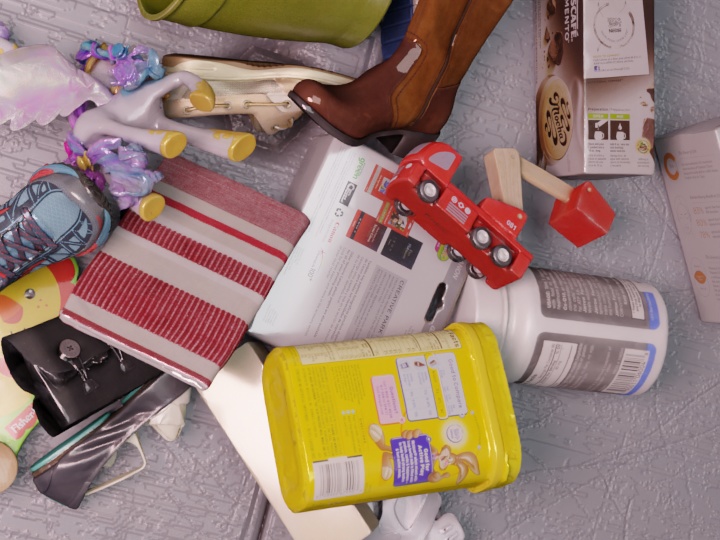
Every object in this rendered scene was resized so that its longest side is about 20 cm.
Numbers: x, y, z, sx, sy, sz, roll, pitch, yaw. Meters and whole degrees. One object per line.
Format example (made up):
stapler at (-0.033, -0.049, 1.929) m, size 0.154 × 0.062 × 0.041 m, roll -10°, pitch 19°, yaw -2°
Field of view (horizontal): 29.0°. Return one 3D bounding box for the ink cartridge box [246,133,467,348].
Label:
ink cartridge box at (0.000, 0.000, 1.302) m, size 0.175 × 0.084 × 0.201 m, roll 27°, pitch 83°, yaw -17°

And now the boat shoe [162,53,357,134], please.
boat shoe at (-0.086, -0.160, 1.284) m, size 0.198 × 0.072 × 0.065 m, roll 3°, pitch 99°, yaw -15°

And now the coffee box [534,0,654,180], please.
coffee box at (0.227, -0.191, 1.352) m, size 0.079 × 0.113 × 0.202 m, roll -1°, pitch 92°, yaw -17°

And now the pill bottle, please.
pill bottle at (0.184, 0.056, 1.343) m, size 0.198 × 0.114 × 0.115 m, roll 8°, pitch 89°, yaw -17°

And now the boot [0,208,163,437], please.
boot at (-0.222, 0.030, 1.196) m, size 0.199 × 0.066 × 0.165 m, roll -31°, pitch 71°, yaw -31°

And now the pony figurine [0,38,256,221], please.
pony figurine at (-0.219, -0.120, 1.179) m, size 0.193 × 0.199 × 0.167 m, roll -37°, pitch 140°, yaw -27°

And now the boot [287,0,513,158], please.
boot at (0.044, -0.201, 1.225) m, size 0.187 × 0.069 × 0.201 m, roll 14°, pitch 114°, yaw -41°

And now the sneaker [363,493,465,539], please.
sneaker at (0.060, 0.196, 1.330) m, size 0.115 × 0.075 × 0.201 m, roll 35°, pitch 86°, yaw -15°

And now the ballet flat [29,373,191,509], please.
ballet flat at (-0.204, 0.140, 1.251) m, size 0.200 × 0.073 × 0.073 m, roll -41°, pitch 101°, yaw -6°

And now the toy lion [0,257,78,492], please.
toy lion at (-0.318, 0.067, 1.223) m, size 0.200 × 0.069 × 0.192 m, roll -44°, pitch 95°, yaw -13°

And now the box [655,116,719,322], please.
box at (0.388, -0.055, 1.397) m, size 0.097 × 0.124 × 0.201 m, roll -18°, pitch 96°, yaw -16°

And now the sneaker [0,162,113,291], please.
sneaker at (-0.280, -0.015, 1.120) m, size 0.079 × 0.199 × 0.096 m, roll 52°, pitch 40°, yaw -17°

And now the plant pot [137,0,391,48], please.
plant pot at (-0.071, -0.289, 1.233) m, size 0.192 × 0.200 × 0.202 m, roll 15°, pitch 86°, yaw -28°

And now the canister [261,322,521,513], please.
canister at (0.025, 0.127, 1.205) m, size 0.199 × 0.087 × 0.150 m, roll -4°, pitch 72°, yaw -23°

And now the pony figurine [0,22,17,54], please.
pony figurine at (-0.394, -0.201, 1.152) m, size 0.199 × 0.166 × 0.194 m, roll 28°, pitch 89°, yaw -31°

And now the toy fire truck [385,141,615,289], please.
toy fire truck at (0.130, -0.063, 1.281) m, size 0.200 × 0.049 × 0.141 m, roll 40°, pitch 59°, yaw -13°

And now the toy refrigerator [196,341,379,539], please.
toy refrigerator at (-0.068, 0.167, 1.255) m, size 0.070 × 0.076 × 0.201 m, roll -35°, pitch 84°, yaw 3°

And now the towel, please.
towel at (-0.146, -0.002, 1.181) m, size 0.143 × 0.023 × 0.201 m, roll 24°, pitch 54°, yaw 6°

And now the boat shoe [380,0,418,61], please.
boat shoe at (0.067, -0.264, 1.325) m, size 0.072 × 0.072 × 0.202 m, roll -1°, pitch 97°, yaw -27°
